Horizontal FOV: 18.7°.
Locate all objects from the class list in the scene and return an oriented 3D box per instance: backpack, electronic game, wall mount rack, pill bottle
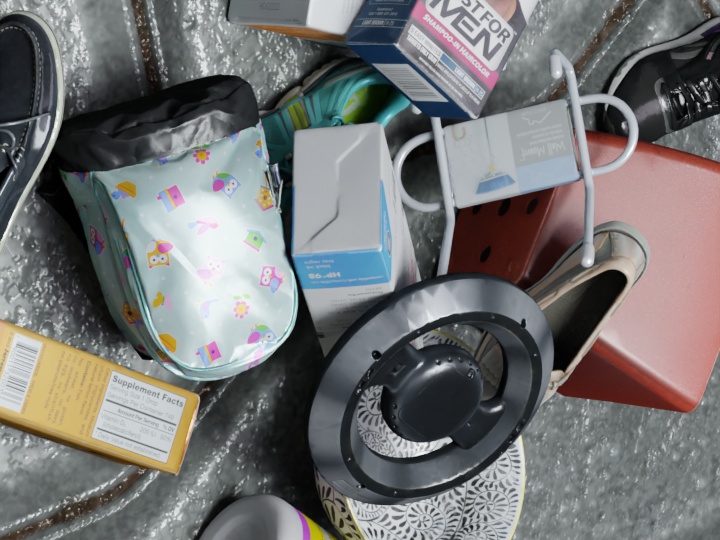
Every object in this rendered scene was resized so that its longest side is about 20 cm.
[{"bbox_3d":[-0.124,-0.022,1.524,0.167,0.127,0.200,-17,103,-13],"label":"backpack"},{"bbox_3d":[0.051,0.088,1.579,0.200,0.042,0.200,-16,129,-21],"label":"electronic game"},{"bbox_3d":[0.111,-0.068,1.653,0.075,0.200,0.174,27,53,-67],"label":"wall mount rack"},{"bbox_3d":[-0.032,0.259,1.681,0.200,0.104,0.104,39,72,-36],"label":"pill bottle"}]

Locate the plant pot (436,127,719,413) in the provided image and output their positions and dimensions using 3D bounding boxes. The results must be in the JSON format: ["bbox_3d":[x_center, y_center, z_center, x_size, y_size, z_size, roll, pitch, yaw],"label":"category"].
[{"bbox_3d":[0.183,-0.016,1.769,0.176,0.200,0.200,27,79,-26],"label":"plant pot"}]

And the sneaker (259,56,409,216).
[{"bbox_3d":[-0.040,-0.095,1.636,0.200,0.080,0.078,-46,122,-24],"label":"sneaker"}]

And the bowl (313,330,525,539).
[{"bbox_3d":[0.027,0.151,1.706,0.201,0.094,0.201,12,72,-42],"label":"bowl"}]

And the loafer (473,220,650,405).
[{"bbox_3d":[0.142,0.048,1.644,0.072,0.063,0.200,35,116,-6],"label":"loafer"}]

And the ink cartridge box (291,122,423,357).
[{"bbox_3d":[0.000,0.000,1.596,0.200,0.067,0.116,74,13,-53],"label":"ink cartridge box"}]

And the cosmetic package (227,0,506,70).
[{"bbox_3d":[0.011,-0.202,1.649,0.200,0.101,0.071,7,92,-39],"label":"cosmetic package"}]

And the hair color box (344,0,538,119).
[{"bbox_3d":[0.080,-0.221,1.598,0.100,0.061,0.200,38,71,-36],"label":"hair color box"}]

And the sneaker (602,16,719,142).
[{"bbox_3d":[0.296,-0.166,1.897,0.200,0.088,0.076,-36,118,-30],"label":"sneaker"}]

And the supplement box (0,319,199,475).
[{"bbox_3d":[-0.211,0.086,1.532,0.200,0.067,0.069,27,76,-39],"label":"supplement box"}]

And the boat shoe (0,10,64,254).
[{"bbox_3d":[-0.253,-0.080,1.461,0.200,0.075,0.062,-70,161,-3],"label":"boat shoe"}]
